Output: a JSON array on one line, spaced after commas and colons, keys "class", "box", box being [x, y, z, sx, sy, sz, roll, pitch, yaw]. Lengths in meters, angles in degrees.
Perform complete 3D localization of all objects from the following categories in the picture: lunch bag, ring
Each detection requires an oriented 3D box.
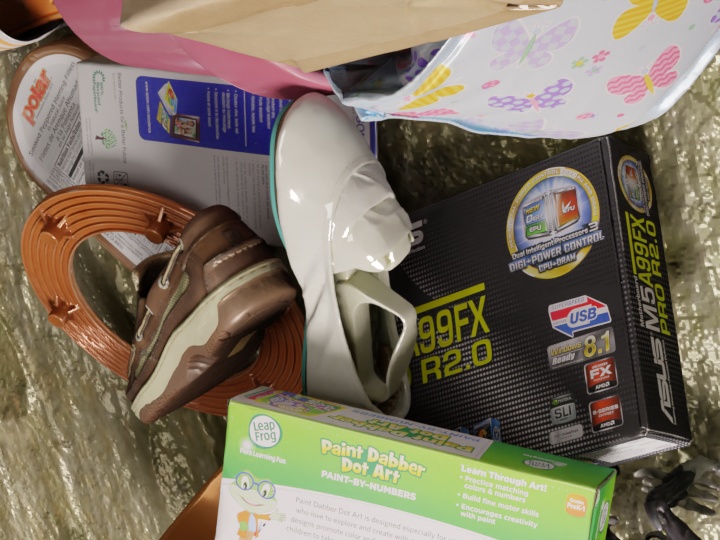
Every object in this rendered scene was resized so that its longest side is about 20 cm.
[{"class": "lunch bag", "box": [0.089, -0.149, 0.810, 0.200, 0.170, 0.127, -57, 46, 33]}, {"class": "ring", "box": [-0.123, 0.026, 1.063, 0.200, 0.019, 0.200, 18, 143, 14]}]

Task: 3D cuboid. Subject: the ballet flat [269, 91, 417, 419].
[{"class": "ballet flat", "box": [0.000, 0.000, 0.888, 0.069, 0.069, 0.200, 16, 131, 27]}]

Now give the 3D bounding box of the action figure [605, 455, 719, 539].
[{"class": "action figure", "box": [0.149, 0.147, 0.938, 0.200, 0.102, 0.119, 47, 119, 34]}]

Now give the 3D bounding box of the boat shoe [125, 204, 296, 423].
[{"class": "boat shoe", "box": [-0.096, 0.021, 0.982, 0.075, 0.075, 0.202, 57, 146, 8]}]

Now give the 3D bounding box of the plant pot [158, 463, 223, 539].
[{"class": "plant pot", "box": [-0.051, 0.203, 1.043, 0.140, 0.200, 0.200, 40, 126, -6]}]

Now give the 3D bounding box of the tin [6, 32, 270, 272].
[{"class": "tin", "box": [-0.141, -0.066, 1.082, 0.200, 0.042, 0.112, 41, 120, 13]}]

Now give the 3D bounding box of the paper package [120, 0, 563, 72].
[{"class": "paper package", "box": [-0.007, -0.199, 0.723, 0.191, 0.103, 0.200, -6, 77, 52]}]

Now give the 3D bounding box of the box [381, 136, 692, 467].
[{"class": "box", "box": [0.073, 0.036, 0.931, 0.200, 0.044, 0.160, -20, 66, 38]}]

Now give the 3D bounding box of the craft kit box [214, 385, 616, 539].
[{"class": "craft kit box", "box": [0.016, 0.176, 0.884, 0.200, 0.049, 0.198, 12, 104, 20]}]

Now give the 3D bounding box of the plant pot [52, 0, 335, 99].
[{"class": "plant pot", "box": [-0.070, -0.183, 0.912, 0.179, 0.200, 0.200, -5, 105, 50]}]

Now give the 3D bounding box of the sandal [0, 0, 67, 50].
[{"class": "sandal", "box": [-0.206, -0.180, 1.065, 0.207, 0.059, 0.079, -7, 104, 34]}]

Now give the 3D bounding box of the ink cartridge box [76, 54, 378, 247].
[{"class": "ink cartridge box", "box": [-0.070, -0.068, 0.995, 0.200, 0.039, 0.100, 10, 112, 26]}]
